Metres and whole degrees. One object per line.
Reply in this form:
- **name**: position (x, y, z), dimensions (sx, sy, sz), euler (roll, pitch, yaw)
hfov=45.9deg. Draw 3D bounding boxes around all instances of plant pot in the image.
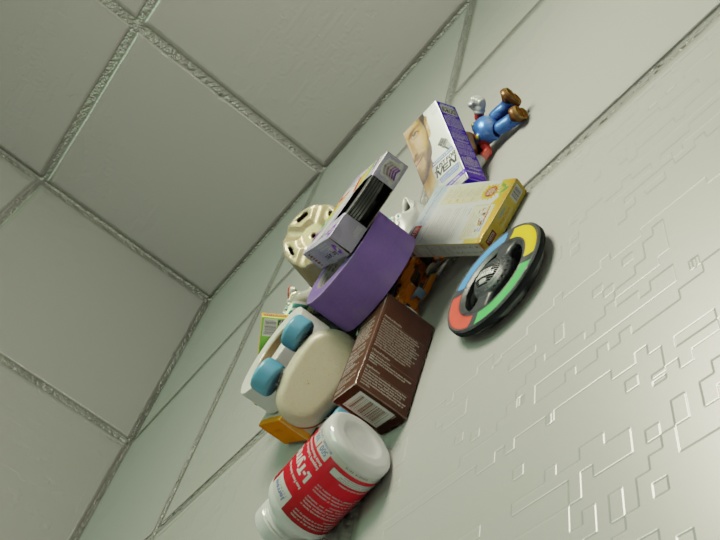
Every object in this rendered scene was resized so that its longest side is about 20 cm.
- **plant pot**: position (-0.048, -0.028, 1.644), dimensions (0.200, 0.183, 0.201), euler (-17, 55, 26)

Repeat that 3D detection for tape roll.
- **tape roll**: position (0.000, 0.000, 1.448), dimensions (0.200, 0.085, 0.200), euler (-52, 9, 12)
- **tape roll**: position (-0.142, 0.170, 1.620), dimensions (0.203, 0.071, 0.203), euler (-51, 11, 13)

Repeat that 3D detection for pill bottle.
- **pill bottle**: position (-0.059, 0.307, 1.212), dimensions (0.200, 0.112, 0.112), euler (-49, 13, 17)

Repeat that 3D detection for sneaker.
- **sneaker**: position (-0.147, 0.087, 1.852), dimensions (0.200, 0.094, 0.070), euler (-38, 6, -11)
- **sneaker**: position (0.085, -0.070, 1.746), dimensions (0.075, 0.088, 0.200), euler (-38, 20, 44)

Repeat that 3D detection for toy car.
- **toy car**: position (-0.064, 0.203, 1.482), dimensions (0.177, 0.184, 0.200), euler (-56, -15, -14)

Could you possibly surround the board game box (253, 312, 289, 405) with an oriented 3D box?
- **board game box**: position (-0.165, 0.186, 1.746), dimensions (0.030, 0.095, 0.201), euler (-114, 30, -71)

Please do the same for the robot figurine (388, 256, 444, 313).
- **robot figurine**: position (0.094, 0.006, 1.559), dimensions (0.145, 0.058, 0.200), euler (-18, 36, 52)

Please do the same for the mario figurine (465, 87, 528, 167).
- **mario figurine**: position (0.236, -0.278, 1.721), dimensions (0.200, 0.106, 0.124), euler (-42, 14, 31)

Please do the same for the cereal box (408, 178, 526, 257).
- **cereal box**: position (0.175, -0.089, 1.468), dimensions (0.200, 0.040, 0.144), euler (1, 52, 54)

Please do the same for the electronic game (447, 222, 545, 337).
- **electronic game**: position (0.197, 0.012, 1.245), dimensions (0.200, 0.042, 0.200), euler (-49, 14, 17)

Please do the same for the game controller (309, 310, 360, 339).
- **game controller**: position (-0.043, 0.112, 1.730), dimensions (0.200, 0.042, 0.105), euler (-8, 56, 45)

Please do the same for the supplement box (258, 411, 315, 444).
- **supplement box**: position (-0.101, 0.229, 1.642), dimensions (0.200, 0.073, 0.126), euler (-59, 13, -25)

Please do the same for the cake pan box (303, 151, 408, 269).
- **cake pan box**: position (-0.010, -0.098, 1.449), dimensions (0.185, 0.052, 0.200), euler (-58, 10, -14)

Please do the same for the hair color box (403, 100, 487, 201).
- **hair color box**: position (0.166, -0.224, 1.692), dimensions (0.109, 0.065, 0.201), euler (-43, 51, 37)

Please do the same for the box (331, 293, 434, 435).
- **box**: position (0.038, 0.143, 1.328), dimensions (0.075, 0.100, 0.200), euler (-42, 17, 43)
